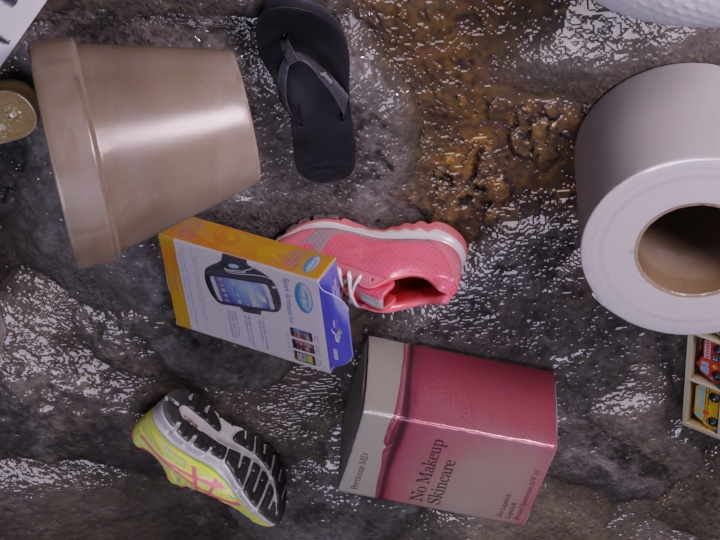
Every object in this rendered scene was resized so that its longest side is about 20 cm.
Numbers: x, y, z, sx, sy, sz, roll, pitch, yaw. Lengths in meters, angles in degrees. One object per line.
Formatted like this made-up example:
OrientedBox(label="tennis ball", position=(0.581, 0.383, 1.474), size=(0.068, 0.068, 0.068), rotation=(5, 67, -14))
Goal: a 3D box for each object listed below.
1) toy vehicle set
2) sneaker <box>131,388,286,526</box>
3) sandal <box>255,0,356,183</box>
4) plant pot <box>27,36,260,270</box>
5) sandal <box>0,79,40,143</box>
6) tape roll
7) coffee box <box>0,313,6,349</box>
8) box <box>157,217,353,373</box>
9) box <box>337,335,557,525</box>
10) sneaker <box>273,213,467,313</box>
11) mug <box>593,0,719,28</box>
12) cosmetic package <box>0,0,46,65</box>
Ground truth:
OrientedBox(label="toy vehicle set", position=(0.378, 0.095, 1.777), size=(0.124, 0.027, 0.201), rotation=(20, 138, 26))
OrientedBox(label="sneaker", position=(-0.158, 0.203, 1.924), size=(0.090, 0.078, 0.200), rotation=(-27, 119, 34))
OrientedBox(label="sandal", position=(-0.040, -0.155, 1.613), size=(0.076, 0.043, 0.201), rotation=(-9, 130, 11))
OrientedBox(label="plant pot", position=(-0.182, -0.116, 1.578), size=(0.173, 0.200, 0.201), rotation=(-13, 131, -6))
OrientedBox(label="sandal", position=(-0.385, -0.110, 1.645), size=(0.211, 0.070, 0.078), rotation=(-18, 120, 25))
OrientedBox(label="tape roll", position=(0.290, -0.061, 1.610), size=(0.202, 0.140, 0.203), rotation=(1, 131, 2))
OrientedBox(label="coffee box", position=(-0.410, 0.025, 1.749), size=(0.079, 0.115, 0.201), rotation=(-3, 132, 7))
OrientedBox(label="box", position=(-0.091, 0.024, 1.726), size=(0.199, 0.042, 0.119), rotation=(15, 135, 22))
OrientedBox(label="box", position=(0.086, 0.162, 1.840), size=(0.199, 0.109, 0.128), rotation=(11, 132, -6))
OrientedBox(label="sneaker", position=(0.000, 0.000, 1.717), size=(0.199, 0.087, 0.074), rotation=(-3, 131, 7))
OrientedBox(label="mug", position=(0.256, -0.288, 1.422), size=(0.175, 0.148, 0.201), rotation=(2, 103, 25))
OrientedBox(label="cosmetic package", position=(-0.294, -0.256, 1.536), size=(0.082, 0.051, 0.200), rotation=(28, 127, -21))
